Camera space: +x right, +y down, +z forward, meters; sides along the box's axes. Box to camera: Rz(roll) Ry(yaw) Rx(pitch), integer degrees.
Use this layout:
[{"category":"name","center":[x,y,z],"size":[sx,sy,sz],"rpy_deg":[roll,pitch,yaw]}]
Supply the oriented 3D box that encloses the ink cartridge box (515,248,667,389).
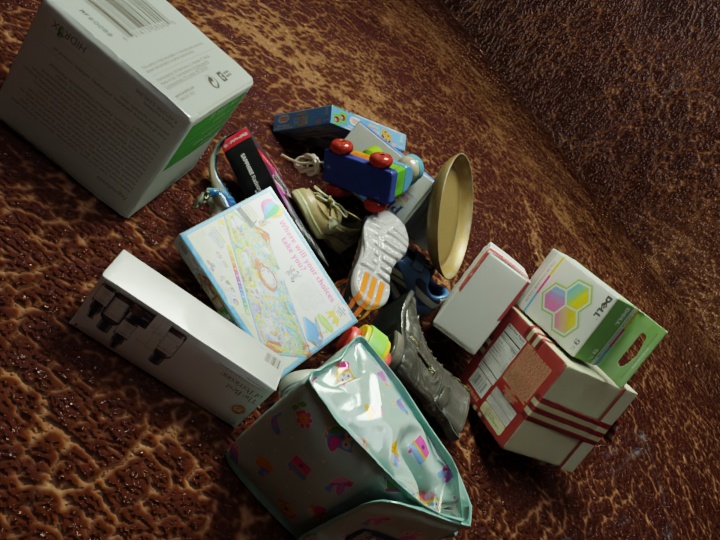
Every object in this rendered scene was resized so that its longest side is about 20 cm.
[{"category":"ink cartridge box","center":[0.324,0.064,0.925],"size":[0.059,0.104,0.200],"rpy_deg":[22,19,-35]}]

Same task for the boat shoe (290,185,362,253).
[{"category":"boat shoe","center":[-0.046,-0.084,0.964],"size":[0.073,0.063,0.200],"rpy_deg":[62,8,17]}]

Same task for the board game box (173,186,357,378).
[{"category":"board game box","center":[-0.110,0.016,0.768],"size":[0.134,0.034,0.200],"rpy_deg":[-34,91,-32]}]

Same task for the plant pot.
[{"category":"plant pot","center":[0.142,-0.087,1.026],"size":[0.027,0.201,0.200],"rpy_deg":[9,20,23]}]

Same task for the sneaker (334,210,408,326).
[{"category":"sneaker","center":[0.000,0.000,0.934],"size":[0.078,0.112,0.200],"rpy_deg":[37,44,-11]}]

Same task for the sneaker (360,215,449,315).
[{"category":"sneaker","center":[0.070,-0.012,1.030],"size":[0.200,0.082,0.074],"rpy_deg":[55,28,-23]}]

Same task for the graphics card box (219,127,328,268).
[{"category":"graphics card box","center":[-0.122,-0.093,0.913],"size":[0.200,0.051,0.125],"rpy_deg":[63,3,26]}]

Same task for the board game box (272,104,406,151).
[{"category":"board game box","center":[-0.036,-0.253,1.184],"size":[0.200,0.151,0.037],"rpy_deg":[9,86,-48]}]

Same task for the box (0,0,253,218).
[{"category":"box","center":[-0.281,-0.215,0.787],"size":[0.200,0.171,0.199],"rpy_deg":[41,30,-10]}]

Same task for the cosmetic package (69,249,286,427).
[{"category":"cosmetic package","center":[-0.182,0.074,0.650],"size":[0.200,0.083,0.051],"rpy_deg":[37,33,-15]}]

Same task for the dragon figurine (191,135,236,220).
[{"category":"dragon figurine","center":[-0.162,-0.064,0.824],"size":[0.099,0.059,0.201],"rpy_deg":[14,65,-30]}]

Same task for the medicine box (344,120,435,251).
[{"category":"medicine box","center":[0.062,-0.140,1.113],"size":[0.182,0.103,0.200],"rpy_deg":[43,8,22]}]

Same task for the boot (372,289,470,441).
[{"category":"boot","center":[0.097,0.138,0.956],"size":[0.174,0.069,0.200],"rpy_deg":[43,33,-17]}]

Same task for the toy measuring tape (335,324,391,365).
[{"category":"toy measuring tape","center":[0.014,0.106,0.789],"size":[0.074,0.074,0.200],"rpy_deg":[39,-8,-12]}]

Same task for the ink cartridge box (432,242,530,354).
[{"category":"ink cartridge box","center":[0.201,0.039,1.055],"size":[0.083,0.147,0.200],"rpy_deg":[37,12,6]}]

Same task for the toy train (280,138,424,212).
[{"category":"toy train","center":[-0.009,-0.165,0.979],"size":[0.200,0.085,0.116],"rpy_deg":[24,33,28]}]

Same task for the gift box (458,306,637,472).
[{"category":"gift box","center":[0.278,0.192,0.999],"size":[0.186,0.200,0.185],"rpy_deg":[23,23,-29]}]

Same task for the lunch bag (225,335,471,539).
[{"category":"lunch bag","center":[-0.008,0.198,0.628],"size":[0.200,0.170,0.122],"rpy_deg":[51,35,5]}]

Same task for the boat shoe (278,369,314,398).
[{"category":"boat shoe","center":[-0.008,0.181,0.749],"size":[0.201,0.070,0.072],"rpy_deg":[32,28,-28]}]
